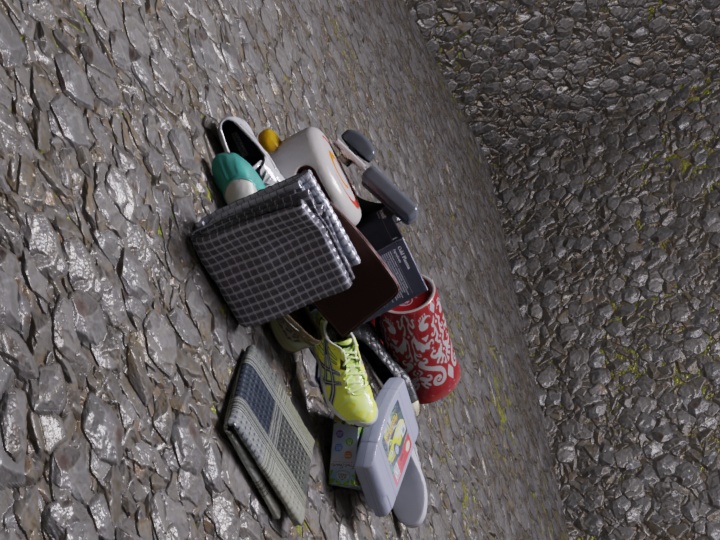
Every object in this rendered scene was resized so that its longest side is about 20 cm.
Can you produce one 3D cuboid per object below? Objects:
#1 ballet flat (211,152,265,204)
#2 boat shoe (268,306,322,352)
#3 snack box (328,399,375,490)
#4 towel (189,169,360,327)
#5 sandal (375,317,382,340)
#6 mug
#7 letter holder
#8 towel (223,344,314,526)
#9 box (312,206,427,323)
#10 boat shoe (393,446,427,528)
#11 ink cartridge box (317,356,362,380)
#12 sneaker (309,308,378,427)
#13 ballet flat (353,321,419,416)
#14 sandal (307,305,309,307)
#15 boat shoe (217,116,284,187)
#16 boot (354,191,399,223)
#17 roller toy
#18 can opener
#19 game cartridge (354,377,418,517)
[{"bbox_3d":[-0.165,-0.089,1.602,0.071,0.067,0.202,-103,168,-60],"label":"ballet flat"},{"bbox_3d":[-0.123,0.030,1.580,0.201,0.062,0.073,59,42,-19],"label":"boat shoe"},{"bbox_3d":[0.012,0.290,1.723,0.200,0.052,0.145,35,56,-63],"label":"snack box"},{"bbox_3d":[-0.118,-0.023,1.459,0.167,0.198,0.086,61,20,-24],"label":"towel"},{"bbox_3d":[0.070,0.130,1.983,0.058,0.079,0.203,-60,147,-51],"label":"sandal"},{"bbox_3d":[0.076,0.118,1.840,0.134,0.175,0.202,-74,156,-48],"label":"mug"},{"bbox_3d":[-0.029,-0.030,1.561,0.200,0.142,0.101,48,32,-4],"label":"letter holder"},{"bbox_3d":[-0.127,0.231,1.457,0.202,0.034,0.193,61,16,-24],"label":"towel"},{"bbox_3d":[0.000,0.000,1.761,0.105,0.180,0.200,61,4,-20],"label":"box"},{"bbox_3d":[0.088,0.378,1.913,0.070,0.070,0.202,44,24,-51],"label":"boat shoe"},{"bbox_3d":[-0.033,0.141,1.821,0.201,0.044,0.095,-88,155,-51],"label":"ink cartridge box"},{"bbox_3d":[-0.029,0.147,1.611,0.202,0.075,0.076,63,-27,10],"label":"sneaker"},{"bbox_3d":[0.035,0.172,1.799,0.057,0.066,0.201,-36,92,-35],"label":"ballet flat"},{"bbox_3d":[-0.114,0.027,1.680,0.075,0.047,0.203,46,30,-54],"label":"sandal"},{"bbox_3d":[-0.167,-0.152,1.646,0.201,0.073,0.065,54,4,-1],"label":"boat shoe"},{"bbox_3d":[-0.024,-0.137,1.911,0.079,0.209,0.160,-29,105,-52],"label":"boot"},{"bbox_3d":[-0.095,-0.135,1.763,0.200,0.138,0.184,54,12,-51],"label":"roller toy"},{"bbox_3d":[0.028,-0.164,1.795,0.200,0.066,0.053,47,-6,11],"label":"can opener"},{"bbox_3d":[0.044,0.277,1.689,0.201,0.040,0.134,-65,142,-47],"label":"game cartridge"}]
